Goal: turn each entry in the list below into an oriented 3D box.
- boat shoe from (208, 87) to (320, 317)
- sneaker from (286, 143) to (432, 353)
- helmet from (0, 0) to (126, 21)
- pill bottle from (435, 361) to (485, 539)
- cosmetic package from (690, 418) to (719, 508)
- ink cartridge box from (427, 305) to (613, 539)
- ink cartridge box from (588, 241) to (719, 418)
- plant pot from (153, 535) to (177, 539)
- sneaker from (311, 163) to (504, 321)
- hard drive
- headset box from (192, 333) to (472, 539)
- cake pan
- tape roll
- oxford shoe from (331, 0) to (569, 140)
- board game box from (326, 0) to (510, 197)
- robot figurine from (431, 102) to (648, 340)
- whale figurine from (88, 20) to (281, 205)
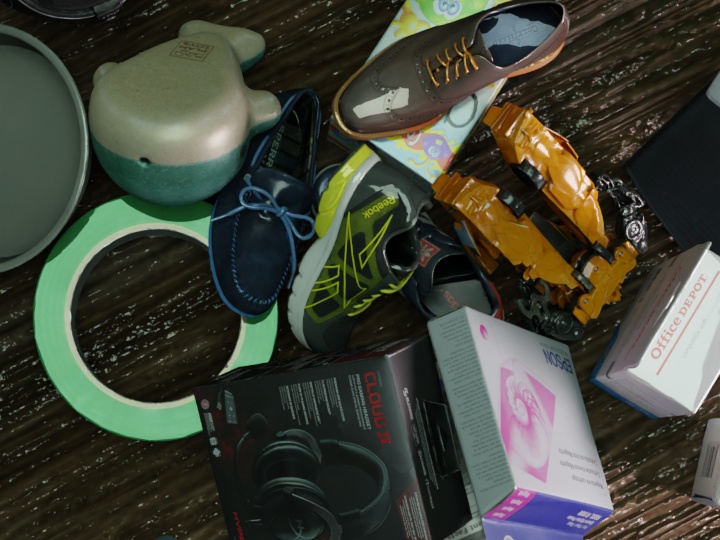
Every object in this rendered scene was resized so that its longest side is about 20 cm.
[{"bbox_3d":[-0.075,-0.063,1.514,0.084,0.068,0.202,20,60,-31],"label":"boat shoe"},{"bbox_3d":[0.000,0.000,1.495,0.084,0.201,0.074,29,44,17],"label":"sneaker"},{"bbox_3d":[-0.246,-0.302,1.508,0.198,0.191,0.202,-8,118,-16],"label":"helmet"},{"bbox_3d":[0.081,0.174,1.513,0.113,0.114,0.202,-23,86,-5],"label":"pill bottle"},{"bbox_3d":[0.378,0.178,1.532,0.198,0.105,0.072,14,85,0],"label":"cosmetic package"},{"bbox_3d":[0.134,0.139,1.462,0.043,0.196,0.202,-24,69,23],"label":"ink cartridge box"},{"bbox_3d":[0.250,0.051,1.490,0.066,0.200,0.116,32,84,0],"label":"ink cartridge box"},{"bbox_3d":[-0.185,0.336,1.441,0.195,0.200,0.198,-29,87,-6],"label":"plant pot"},{"bbox_3d":[0.042,-0.018,1.545,0.200,0.085,0.075,40,84,2],"label":"sneaker"},{"bbox_3d":[0.316,-0.048,1.548,0.200,0.042,0.135,49,121,6],"label":"hard drive"},{"bbox_3d":[-0.013,0.138,1.447,0.198,0.077,0.150,-10,96,31],"label":"headset box"},{"bbox_3d":[-0.299,-0.096,1.528,0.198,0.037,0.203,-1,88,21],"label":"cake pan"},{"bbox_3d":[-0.165,0.038,1.548,0.198,0.048,0.203,0,84,-3],"label":"tape roll"},{"bbox_3d":[0.069,-0.163,1.462,0.199,0.073,0.072,-28,87,-5],"label":"oxford shoe"},{"bbox_3d":[0.069,-0.171,1.552,0.104,0.103,0.201,32,84,1],"label":"board game box"},{"bbox_3d":[0.150,-0.037,1.528,0.145,0.058,0.200,-51,126,-8],"label":"robot figurine"},{"bbox_3d":[-0.139,-0.127,1.522,0.157,0.201,0.105,10,126,9],"label":"whale figurine"}]
